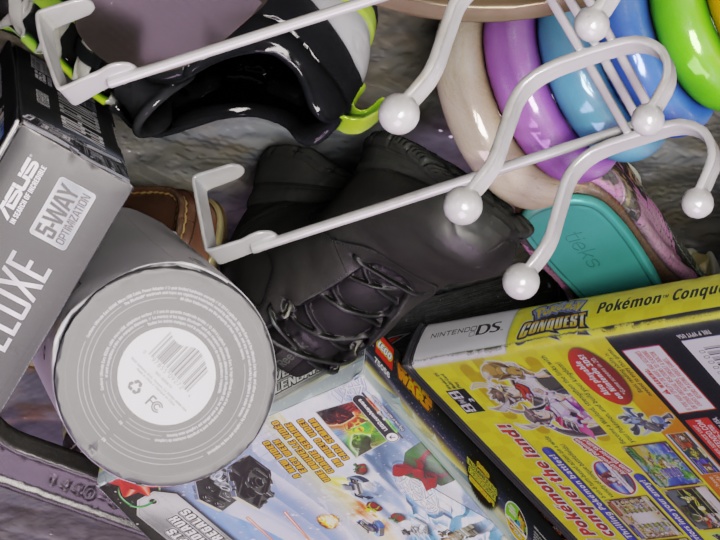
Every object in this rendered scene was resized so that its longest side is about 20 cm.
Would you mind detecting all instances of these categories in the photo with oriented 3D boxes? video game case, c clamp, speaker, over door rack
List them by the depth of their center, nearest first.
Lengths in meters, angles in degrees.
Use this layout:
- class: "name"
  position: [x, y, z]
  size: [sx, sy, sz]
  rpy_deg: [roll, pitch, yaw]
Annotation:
- class: "over door rack"
  position: [0.009, -0.043, 1.000]
  size: [0.200, 0.067, 0.148]
  rpy_deg: [-6, 154, 18]
- class: "speaker"
  position: [-0.086, 0.024, 1.118]
  size: [0.081, 0.081, 0.200]
  rpy_deg: [14, -177, -12]
- class: "video game case"
  position: [0.143, 0.078, 1.203]
  size: [0.181, 0.026, 0.200]
  rpy_deg: [-11, 134, 41]
- class: "c clamp"
  position: [-0.091, 0.053, 1.359]
  size: [0.200, 0.027, 0.171]
  rpy_deg: [15, 123, -9]

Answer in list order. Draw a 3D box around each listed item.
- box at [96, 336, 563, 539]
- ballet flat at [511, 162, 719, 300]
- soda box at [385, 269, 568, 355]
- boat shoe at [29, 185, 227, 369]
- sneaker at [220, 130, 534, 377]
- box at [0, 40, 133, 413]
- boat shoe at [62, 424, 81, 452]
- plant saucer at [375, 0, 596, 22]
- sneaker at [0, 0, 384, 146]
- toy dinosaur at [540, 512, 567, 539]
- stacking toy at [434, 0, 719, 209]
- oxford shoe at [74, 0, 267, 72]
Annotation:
- class: "box"
  position: [0.000, 0.117, 1.271]
  size: [0.137, 0.040, 0.200]
  rpy_deg: [-23, 127, 24]
- class: "ballet flat"
  position: [0.117, 0.004, 1.217]
  size: [0.069, 0.071, 0.200]
  rpy_deg: [-13, 135, 25]
- class: "soda box"
  position: [0.004, 0.063, 1.301]
  size: [0.200, 0.071, 0.063]
  rpy_deg: [-14, 125, 14]
- class: "boat shoe"
  position: [-0.147, 0.002, 1.274]
  size: [0.200, 0.072, 0.068]
  rpy_deg: [-14, 145, 36]
- class: "sneaker"
  position: [0.000, 0.000, 1.161]
  size: [0.076, 0.091, 0.200]
  rpy_deg: [33, 166, -17]
- class: "box"
  position: [-0.148, 0.006, 1.103]
  size: [0.050, 0.158, 0.200]
  rpy_deg: [30, -172, -13]
- class: "boat shoe"
  position: [-0.049, 0.104, 1.431]
  size: [0.200, 0.065, 0.073]
  rpy_deg: [7, 151, 3]
- class: "plant saucer"
  position: [0.048, -0.165, 0.935]
  size: [0.200, 0.029, 0.200]
  rpy_deg: [-5, 132, -5]
- class: "sneaker"
  position: [-0.086, -0.093, 1.087]
  size: [0.200, 0.083, 0.072]
  rpy_deg: [10, 150, -5]
- class: "toy dinosaur"
  position: [0.085, 0.129, 1.366]
  size: [0.200, 0.102, 0.136]
  rpy_deg: [41, 162, -25]
- class: "stacking toy"
  position: [0.128, -0.090, 1.060]
  size: [0.200, 0.085, 0.085]
  rpy_deg: [-20, 140, 30]
- class: "oxford shoe"
  position: [-0.016, -0.147, 1.008]
  size: [0.200, 0.071, 0.071]
  rpy_deg: [-28, 125, 22]
